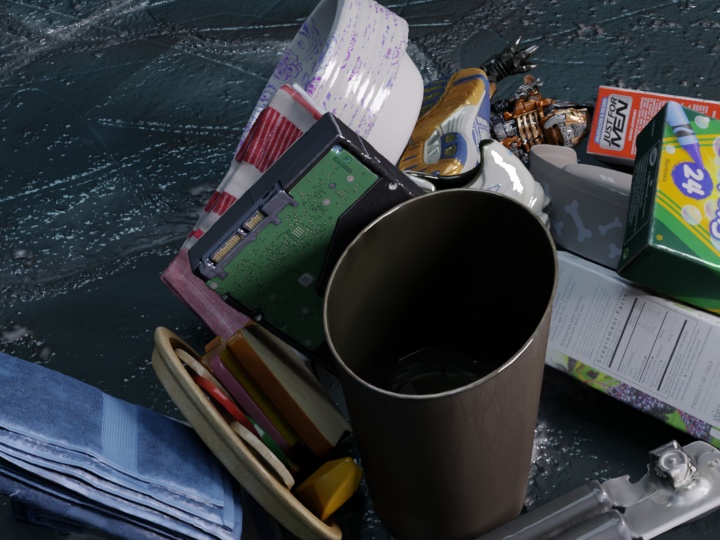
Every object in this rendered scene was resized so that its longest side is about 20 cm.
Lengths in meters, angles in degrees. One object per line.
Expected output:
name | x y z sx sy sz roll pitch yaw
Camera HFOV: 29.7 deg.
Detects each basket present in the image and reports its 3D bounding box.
basket | 0.055 0.080 0.885 0.135 0.201 0.181 14 47 19

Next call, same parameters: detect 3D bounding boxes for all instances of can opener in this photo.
can opener | 0.156 0.175 0.888 0.199 0.067 0.053 -26 40 -3

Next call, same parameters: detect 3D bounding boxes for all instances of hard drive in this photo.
hard drive | 0.000 0.000 0.932 0.140 0.200 0.038 -44 36 15

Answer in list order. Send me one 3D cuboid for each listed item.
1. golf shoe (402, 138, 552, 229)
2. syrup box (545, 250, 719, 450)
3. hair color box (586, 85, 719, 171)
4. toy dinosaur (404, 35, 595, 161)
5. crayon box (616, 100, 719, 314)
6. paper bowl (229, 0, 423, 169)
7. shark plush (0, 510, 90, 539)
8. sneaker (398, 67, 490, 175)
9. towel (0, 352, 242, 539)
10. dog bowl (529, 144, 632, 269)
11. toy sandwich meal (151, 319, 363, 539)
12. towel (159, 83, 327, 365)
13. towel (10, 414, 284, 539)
golf shoe | 0.041 -0.030 1.022 0.199 0.098 0.078 -28 22 13
syrup box | 0.212 0.056 0.977 0.199 0.082 0.079 25 9 34
hair color box | 0.305 -0.107 1.164 0.199 0.064 0.111 13 2 22
toy dinosaur | 0.121 -0.137 1.235 0.199 0.103 0.136 13 41 23
crayon box | 0.287 -0.025 0.957 0.199 0.052 0.126 20 58 -9
paper bowl | -0.022 -0.126 1.131 0.104 0.201 0.201 28 37 -14
shark plush | -0.264 0.179 0.909 0.198 0.084 0.091 3 39 12
sneaker | 0.079 -0.094 1.146 0.075 0.088 0.201 -16 33 25
towel | -0.166 0.108 0.832 0.199 0.049 0.112 25 20 -18
dog bowl | 0.221 -0.040 1.072 0.199 0.059 0.200 16 13 -4
toy sandwich meal | -0.059 0.096 0.911 0.070 0.205 0.205 -41 44 -2
towel | -0.059 -0.021 1.028 0.144 0.201 0.023 43 25 19
towel | -0.144 0.135 0.904 0.199 0.024 0.147 21 24 -32
